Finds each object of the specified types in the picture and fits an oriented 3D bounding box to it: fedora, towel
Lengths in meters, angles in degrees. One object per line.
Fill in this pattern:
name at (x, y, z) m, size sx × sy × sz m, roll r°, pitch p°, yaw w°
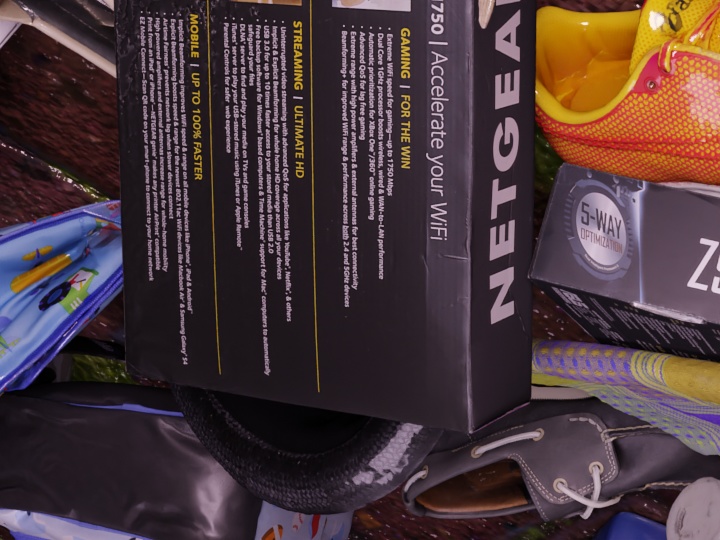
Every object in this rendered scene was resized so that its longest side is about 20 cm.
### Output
fedora at (0.000, 0.000, 0.822) m, size 0.091 × 0.203 × 0.200 m, roll 4°, pitch 172°, yaw -44°
towel at (0.149, 0.059, 0.796) m, size 0.143 × 0.023 × 0.199 m, roll 21°, pitch 172°, yaw -34°

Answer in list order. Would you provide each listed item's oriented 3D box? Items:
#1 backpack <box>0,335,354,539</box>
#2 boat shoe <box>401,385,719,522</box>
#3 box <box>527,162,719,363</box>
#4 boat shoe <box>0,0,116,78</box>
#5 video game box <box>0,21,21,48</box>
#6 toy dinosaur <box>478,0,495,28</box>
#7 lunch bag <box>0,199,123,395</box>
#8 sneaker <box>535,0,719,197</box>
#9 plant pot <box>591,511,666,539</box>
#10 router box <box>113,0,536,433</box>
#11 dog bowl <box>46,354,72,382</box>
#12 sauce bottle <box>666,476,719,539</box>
backpack at (-0.089, 0.120, 1.066) m, size 0.199 × 0.155 × 0.190 m, roll 12°, pitch -177°, yaw 28°
boat shoe at (0.109, 0.094, 0.967) m, size 0.199 × 0.068 × 0.072 m, roll -2°, pitch 141°, yaw 35°
box at (0.162, 0.021, 0.746) m, size 0.159 × 0.044 × 0.200 m, roll 14°, pitch 172°, yaw 21°
boat shoe at (-0.129, -0.125, 0.787) m, size 0.199 × 0.063 × 0.071 m, roll 28°, pitch 154°, yaw -3°
video game box at (-0.241, -0.043, 0.888) m, size 0.047 × 0.183 × 0.200 m, roll 40°, pitch 149°, yaw -16°
toy dinosaur at (0.000, -0.173, 0.558) m, size 0.101 × 0.058 × 0.200 m, roll -37°, pitch 107°, yaw 30°
lunch bag at (-0.176, 0.018, 0.944) m, size 0.094 × 0.199 × 0.150 m, roll 57°, pitch 166°, yaw -3°
sneaker at (0.133, -0.062, 0.672) m, size 0.199 × 0.073 × 0.077 m, roll -4°, pitch 140°, yaw 41°
plant pot at (0.179, 0.274, 1.101) m, size 0.199 × 0.181 × 0.200 m, roll 24°, pitch 152°, yaw 3°
router box at (-0.014, -0.054, 0.702) m, size 0.148 × 0.051 × 0.202 m, roll 8°, pitch 106°, yaw 30°
dog bowl at (-0.259, 0.042, 1.185) m, size 0.199 × 0.059 × 0.201 m, roll 19°, pitch 151°, yaw 11°
sauce bottle at (0.225, 0.152, 0.946) m, size 0.199 × 0.066 × 0.066 m, roll 29°, pitch 154°, yaw -27°
